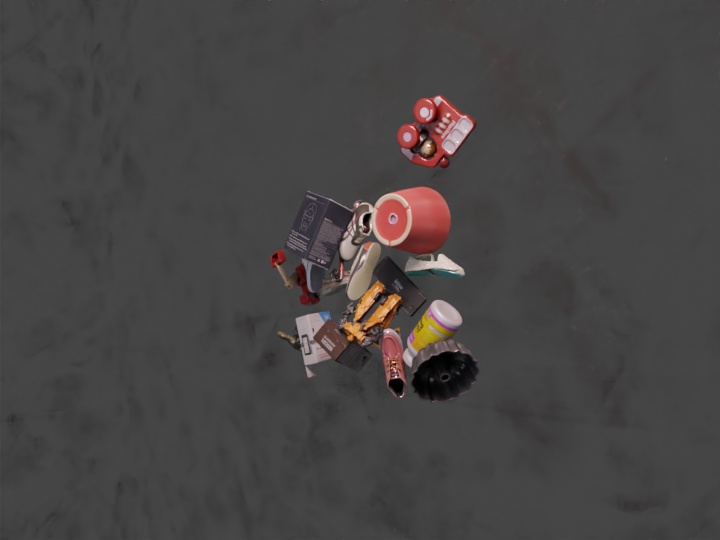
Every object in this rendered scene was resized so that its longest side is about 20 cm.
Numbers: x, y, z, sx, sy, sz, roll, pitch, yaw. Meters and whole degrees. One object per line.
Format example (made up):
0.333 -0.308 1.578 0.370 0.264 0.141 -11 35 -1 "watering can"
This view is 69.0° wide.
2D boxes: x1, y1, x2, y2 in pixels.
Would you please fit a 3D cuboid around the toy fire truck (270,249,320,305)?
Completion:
-0.227 0.029 1.832 0.048 0.139 0.205 -29 75 35 "toy fire truck"

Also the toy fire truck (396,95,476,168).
0.209 -0.381 1.480 0.167 0.112 0.201 42 120 8 "toy fire truck"

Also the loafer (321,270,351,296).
-0.064 0.030 1.748 0.198 0.071 0.065 -25 72 40 "loafer"

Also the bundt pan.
0.226 0.272 1.462 0.204 0.198 0.077 -57 26 26 "bundt pan"

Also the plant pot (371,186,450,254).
0.135 -0.143 1.501 0.197 0.175 0.207 3 94 38 "plant pot"

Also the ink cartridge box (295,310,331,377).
-0.143 0.251 1.795 0.067 0.115 0.206 -17 83 39 "ink cartridge box"

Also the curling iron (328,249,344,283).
-0.071 -0.055 1.726 0.048 0.026 0.205 4 69 8 "curling iron"

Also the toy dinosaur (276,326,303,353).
-0.228 0.262 1.911 0.199 0.047 0.090 38 129 31 "toy dinosaur"

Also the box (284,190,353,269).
-0.136 -0.130 1.676 0.147 0.106 0.204 27 95 51 "box"

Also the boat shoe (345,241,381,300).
0.000 0.000 1.650 0.062 0.071 0.204 5 65 47 "boat shoe"

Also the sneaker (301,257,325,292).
-0.170 -0.025 1.836 0.070 0.072 0.206 -7 80 48 "sneaker"

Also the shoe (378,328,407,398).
0.102 0.280 1.566 0.069 0.092 0.205 -12 116 6 "shoe"

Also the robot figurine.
0.029 0.138 1.566 0.144 0.059 0.201 34 74 27 "robot figurine"

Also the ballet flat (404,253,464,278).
0.212 -0.018 1.520 0.196 0.071 0.074 2 94 39 "ballet flat"

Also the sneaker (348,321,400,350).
0.048 0.195 1.665 0.196 0.078 0.079 18 102 27 "sneaker"

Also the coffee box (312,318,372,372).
-0.053 0.241 1.660 0.080 0.200 0.113 -48 60 -1 "coffee box"

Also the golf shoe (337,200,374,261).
-0.013 -0.120 1.665 0.088 0.076 0.205 32 107 52 "golf shoe"

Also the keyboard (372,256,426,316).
0.114 0.058 1.633 0.104 0.040 0.201 -44 63 7 "keyboard"

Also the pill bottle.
0.202 0.193 1.515 0.104 0.103 0.202 45 119 27 "pill bottle"
